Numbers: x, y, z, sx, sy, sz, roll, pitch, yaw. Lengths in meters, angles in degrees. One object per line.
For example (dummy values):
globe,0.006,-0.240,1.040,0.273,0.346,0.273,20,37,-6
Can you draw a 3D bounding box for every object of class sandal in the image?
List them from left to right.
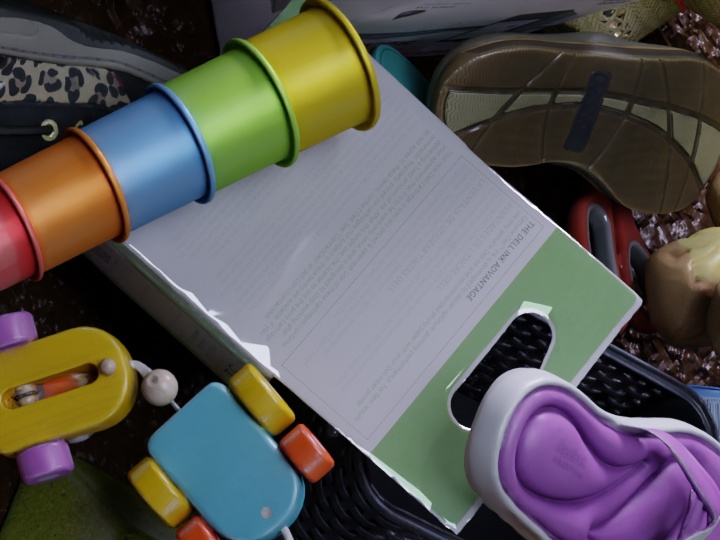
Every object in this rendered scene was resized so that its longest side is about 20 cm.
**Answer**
sandal,0.100,-0.079,1.375,0.199,0.054,0.081,8,112,-42
sandal,0.115,0.099,1.246,0.202,0.050,0.083,22,87,-48

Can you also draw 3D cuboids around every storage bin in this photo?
storage bin,0.056,0.094,1.332,0.199,0.094,0.136,28,53,-28

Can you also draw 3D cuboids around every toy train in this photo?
toy train,-0.108,0.099,1.208,0.199,0.056,0.151,9,83,8

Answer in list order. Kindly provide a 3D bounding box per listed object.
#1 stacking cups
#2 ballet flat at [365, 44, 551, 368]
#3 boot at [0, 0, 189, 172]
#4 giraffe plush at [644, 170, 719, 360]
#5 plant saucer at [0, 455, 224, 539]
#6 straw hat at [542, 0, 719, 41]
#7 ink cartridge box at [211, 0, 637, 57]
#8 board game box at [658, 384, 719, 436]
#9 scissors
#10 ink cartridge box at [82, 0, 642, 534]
stacking cups,-0.091,-0.047,1.188,0.199,0.060,0.061,-25,95,-20
ballet flat,0.038,-0.019,1.368,0.200,0.073,0.073,47,58,-30
boot,-0.148,-0.034,1.249,0.203,0.073,0.155,16,96,-59
giraffe plush,0.255,0.027,1.415,0.200,0.172,0.163,-36,119,-22
plant saucer,-0.081,0.202,1.259,0.199,0.048,0.201,31,65,-26
straw hat,0.114,-0.151,1.431,0.085,0.201,0.201,-38,107,9
ink cartridge box,0.041,-0.150,1.322,0.145,0.200,0.085,-6,86,-35
board game box,0.215,0.164,1.476,0.150,0.037,0.202,7,75,-33
scissors,0.115,-0.060,1.431,0.073,0.014,0.201,18,58,-49
ink cartridge box,0.000,0.000,1.252,0.200,0.048,0.146,42,65,-2
